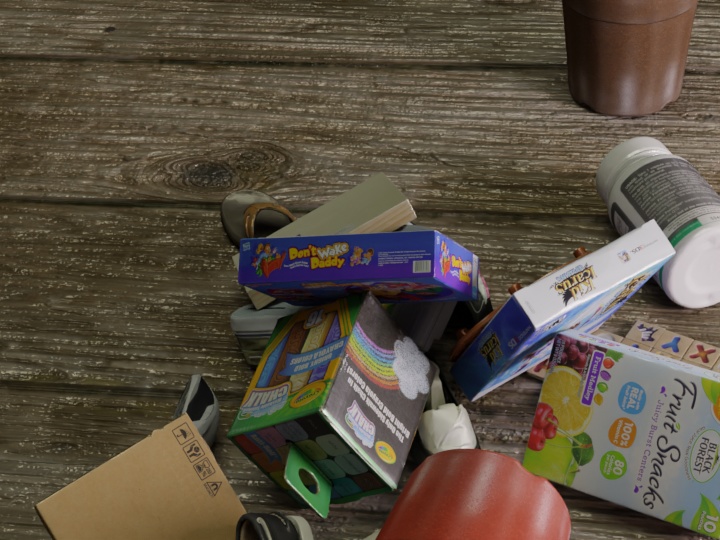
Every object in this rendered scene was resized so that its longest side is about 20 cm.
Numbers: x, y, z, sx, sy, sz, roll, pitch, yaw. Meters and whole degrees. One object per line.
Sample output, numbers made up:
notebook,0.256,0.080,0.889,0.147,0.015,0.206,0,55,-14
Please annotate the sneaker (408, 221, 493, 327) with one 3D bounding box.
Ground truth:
sneaker,0.067,0.019,1.691,0.086,0.081,0.200,-36,39,-17

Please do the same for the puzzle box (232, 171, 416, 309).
puzzle box,-0.043,-0.035,1.676,0.200,0.025,0.133,-30,21,-1

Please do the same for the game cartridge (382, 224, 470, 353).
game cartridge,0.032,0.015,1.618,0.200,0.040,0.134,5,61,54

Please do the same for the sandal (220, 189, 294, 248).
sandal,-0.107,-0.041,1.783,0.081,0.055,0.200,-16,41,-12

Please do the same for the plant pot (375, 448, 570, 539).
plant pot,0.081,0.266,1.267,0.200,0.201,0.196,9,42,17

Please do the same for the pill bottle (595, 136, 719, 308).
pill bottle,0.347,-0.059,1.714,0.113,0.113,0.200,-14,41,-12

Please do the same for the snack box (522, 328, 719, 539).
snack box,0.265,0.150,1.442,0.199,0.143,0.053,17,10,24

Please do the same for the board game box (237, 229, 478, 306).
board game box,0.000,0.000,1.486,0.199,0.134,0.045,-2,79,21

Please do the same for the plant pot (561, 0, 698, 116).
plant pot,0.345,-0.319,1.968,0.199,0.199,0.201,-3,39,3

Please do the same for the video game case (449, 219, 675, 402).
video game case,0.199,0.043,1.533,0.181,0.200,0.046,-28,76,-25

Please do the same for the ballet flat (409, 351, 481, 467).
ballet flat,0.074,0.147,1.522,0.068,0.069,0.200,-13,40,-13

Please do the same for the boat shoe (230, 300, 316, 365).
boat shoe,-0.049,0.066,1.597,0.199,0.062,0.072,0,24,41

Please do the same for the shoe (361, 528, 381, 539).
shoe,0.058,0.245,1.415,0.199,0.054,0.070,-20,41,-18

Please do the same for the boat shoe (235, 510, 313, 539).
boat shoe,-0.068,0.299,1.311,0.060,0.074,0.201,15,52,-33

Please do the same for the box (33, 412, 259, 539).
box,-0.170,0.251,1.356,0.163,0.021,0.200,-30,88,-27

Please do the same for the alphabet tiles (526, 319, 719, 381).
alphabet tiles,0.283,0.111,1.595,0.199,0.008,0.167,21,46,27

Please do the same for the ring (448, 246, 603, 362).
ring,0.171,0.032,1.567,0.200,0.201,0.019,-26,75,-24

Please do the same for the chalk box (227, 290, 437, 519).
chalk box,-0.031,0.142,1.457,0.124,0.125,0.200,-18,34,38

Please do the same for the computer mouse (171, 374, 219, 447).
computer mouse,-0.167,0.175,1.504,0.044,0.110,0.200,22,31,-9
